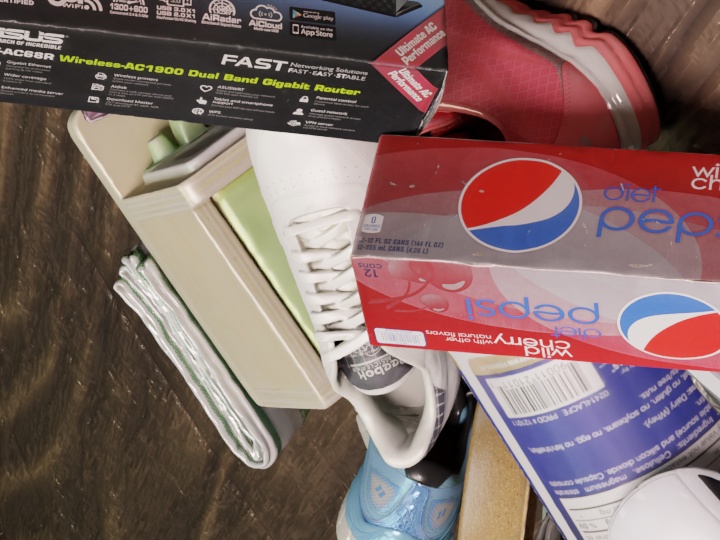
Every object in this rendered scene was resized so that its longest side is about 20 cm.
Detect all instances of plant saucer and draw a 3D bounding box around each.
[{"bbox_3d":[0.074,0.131,1.161,0.035,0.200,0.200,7,148,6],"label":"plant saucer"}]

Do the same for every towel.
[{"bbox_3d":[-0.073,0.020,1.322,0.149,0.031,0.200,58,-158,-12],"label":"towel"}]

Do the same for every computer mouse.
[{"bbox_3d":[0.196,0.161,0.990,0.200,0.110,0.044,32,-155,-19],"label":"computer mouse"}]

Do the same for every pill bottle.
[{"bbox_3d":[0.131,0.076,1.037,0.200,0.116,0.116,58,159,-17],"label":"pill bottle"}]

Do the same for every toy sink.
[{"bbox_3d":[-0.043,-0.042,1.193,0.200,0.130,0.112,57,159,-11],"label":"toy sink"}]

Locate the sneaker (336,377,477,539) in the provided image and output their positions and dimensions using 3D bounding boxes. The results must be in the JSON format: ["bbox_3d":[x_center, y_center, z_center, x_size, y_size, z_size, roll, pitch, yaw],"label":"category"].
[{"bbox_3d":[0.041,0.076,1.199,0.078,0.200,0.090,16,127,-7],"label":"sneaker"}]

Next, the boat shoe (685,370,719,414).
[{"bbox_3d":[0.174,0.042,0.962,0.200,0.069,0.057,50,160,-1],"label":"boat shoe"}]

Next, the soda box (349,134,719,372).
[{"bbox_3d":[0.101,-0.006,0.888,0.200,0.070,0.063,5,142,13],"label":"soda box"}]

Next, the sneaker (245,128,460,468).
[{"bbox_3d":[0.000,0.000,1.027,0.076,0.081,0.200,-12,125,24],"label":"sneaker"}]

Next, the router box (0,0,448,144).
[{"bbox_3d":[-0.066,-0.139,0.906,0.062,0.200,0.150,119,153,-58],"label":"router box"}]

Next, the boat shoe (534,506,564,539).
[{"bbox_3d":[0.127,0.144,1.231,0.074,0.067,0.200,47,159,13],"label":"boat shoe"}]

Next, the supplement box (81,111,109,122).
[{"bbox_3d":[-0.142,-0.200,1.113,0.131,0.103,0.200,-109,-7,-63],"label":"supplement box"}]

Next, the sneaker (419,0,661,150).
[{"bbox_3d":[0.040,-0.091,0.992,0.200,0.087,0.074,32,151,43],"label":"sneaker"}]
